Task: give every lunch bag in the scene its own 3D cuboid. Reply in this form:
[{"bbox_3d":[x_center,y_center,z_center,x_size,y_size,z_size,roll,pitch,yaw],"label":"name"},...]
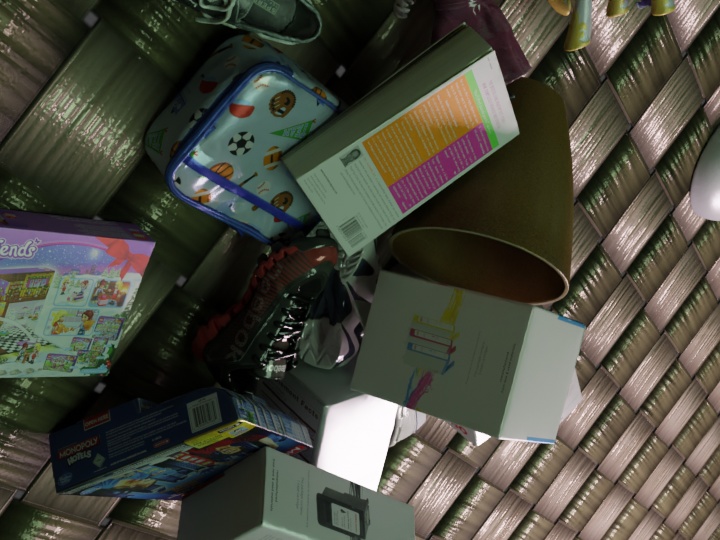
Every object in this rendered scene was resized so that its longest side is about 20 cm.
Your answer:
[{"bbox_3d":[-0.085,-0.105,0.936,0.160,0.076,0.200,-49,142,9],"label":"lunch bag"}]

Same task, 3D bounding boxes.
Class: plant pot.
[{"bbox_3d":[0.144,-0.092,1.080,0.186,0.186,0.201,40,62,-52],"label":"plant pot"}]

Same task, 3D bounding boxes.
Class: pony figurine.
[{"bbox_3d":[0.259,-0.351,1.063,0.192,0.167,0.201,-21,119,0],"label":"pony figurine"}]

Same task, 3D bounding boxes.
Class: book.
[{"bbox_3d":[0.043,-0.109,0.940,0.200,0.048,0.134,-35,143,-1],"label":"book"}]

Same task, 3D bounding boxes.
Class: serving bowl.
[{"bbox_3d":[0.603,-0.161,1.636,0.200,0.066,0.201,-26,134,-31],"label":"serving bowl"}]

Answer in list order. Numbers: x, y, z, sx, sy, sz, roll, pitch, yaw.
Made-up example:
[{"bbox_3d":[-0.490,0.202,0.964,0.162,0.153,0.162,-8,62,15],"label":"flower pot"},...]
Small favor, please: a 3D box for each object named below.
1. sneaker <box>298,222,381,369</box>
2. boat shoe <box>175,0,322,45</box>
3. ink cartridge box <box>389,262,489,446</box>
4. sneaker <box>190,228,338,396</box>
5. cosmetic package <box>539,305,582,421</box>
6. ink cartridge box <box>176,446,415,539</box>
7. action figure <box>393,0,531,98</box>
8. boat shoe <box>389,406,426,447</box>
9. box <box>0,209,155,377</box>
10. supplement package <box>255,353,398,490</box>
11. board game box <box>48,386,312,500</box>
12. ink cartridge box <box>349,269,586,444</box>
[{"bbox_3d":[0.000,0.000,1.115,0.129,0.079,0.200,-12,109,-60],"label":"sneaker"},{"bbox_3d":[-0.108,-0.227,0.830,0.199,0.068,0.074,24,100,-52],"label":"boat shoe"},{"bbox_3d":[0.107,0.092,1.236,0.084,0.146,0.201,-36,138,-21],"label":"ink cartridge box"},{"bbox_3d":[-0.081,0.048,0.997,0.071,0.098,0.200,11,132,-48],"label":"sneaker"},{"bbox_3d":[0.225,0.126,1.420,0.085,0.107,0.200,-42,142,-16],"label":"cosmetic package"},{"bbox_3d":[-0.061,0.267,1.043,0.200,0.084,0.145,29,133,-32],"label":"ink cartridge box"},{"bbox_3d":[0.104,-0.263,1.002,0.149,0.133,0.201,-59,138,-72],"label":"action figure"},{"bbox_3d":[0.031,0.145,1.263,0.066,0.072,0.200,-42,149,-23],"label":"boat shoe"},{"bbox_3d":[-0.278,0.021,0.861,0.199,0.039,0.137,6,114,-48],"label":"box"},{"bbox_3d":[-0.047,0.185,1.167,0.117,0.117,0.201,-12,126,-40],"label":"supplement package"},{"bbox_3d":[-0.160,0.172,1.026,0.199,0.062,0.200,-23,155,15],"label":"board game box"},{"bbox_3d":[0.095,0.082,1.038,0.128,0.199,0.126,17,87,-54],"label":"ink cartridge box"}]
